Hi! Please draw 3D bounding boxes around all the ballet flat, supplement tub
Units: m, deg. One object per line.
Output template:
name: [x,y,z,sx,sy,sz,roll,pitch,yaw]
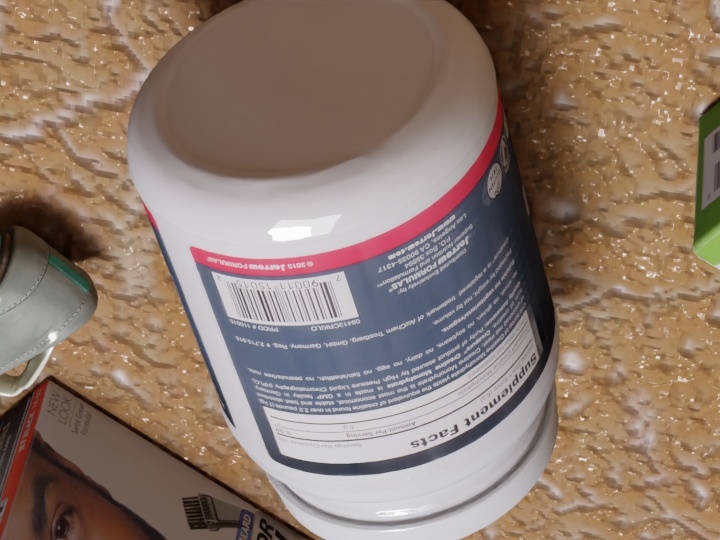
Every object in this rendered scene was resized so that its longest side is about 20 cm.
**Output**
ballet flat: [-0.190,0.049,1.105,0.064,0.067,0.200,31,133,-29]
supplement tub: [0.000,0.000,0.960,0.140,0.140,0.200,-3,134,15]

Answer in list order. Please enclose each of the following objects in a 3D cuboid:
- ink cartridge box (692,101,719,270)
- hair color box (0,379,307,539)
ink cartridge box: [0.247,-0.020,0.936,0.200,0.076,0.148,31,132,-21]
hair color box: [-0.093,0.153,1.157,0.200,0.111,0.064,33,131,-22]
